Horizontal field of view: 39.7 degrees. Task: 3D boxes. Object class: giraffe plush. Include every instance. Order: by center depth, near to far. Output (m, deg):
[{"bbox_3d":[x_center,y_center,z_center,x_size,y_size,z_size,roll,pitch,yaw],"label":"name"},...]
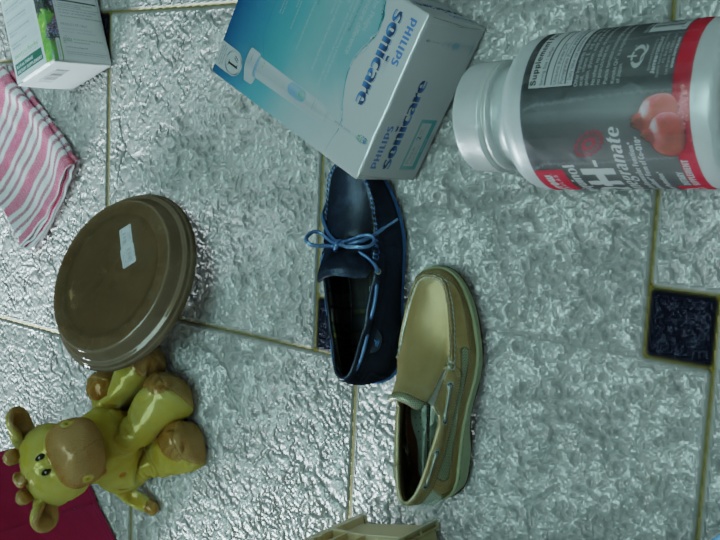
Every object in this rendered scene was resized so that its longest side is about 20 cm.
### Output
[{"bbox_3d":[-0.288,0.186,1.064,0.173,0.162,0.200,50,122,25],"label":"giraffe plush"}]

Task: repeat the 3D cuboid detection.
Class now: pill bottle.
[{"bbox_3d":[0.168,-0.111,0.692,0.200,0.111,0.111,4,96,40],"label":"pill bottle"}]

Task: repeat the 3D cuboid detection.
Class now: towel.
[{"bbox_3d":[-0.424,-0.140,1.234,0.200,0.030,0.146,50,121,25],"label":"towel"}]

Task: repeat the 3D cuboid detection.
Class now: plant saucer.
[{"bbox_3d":[-0.258,0.008,1.061,0.200,0.029,0.201,-15,62,30],"label":"plant saucer"}]

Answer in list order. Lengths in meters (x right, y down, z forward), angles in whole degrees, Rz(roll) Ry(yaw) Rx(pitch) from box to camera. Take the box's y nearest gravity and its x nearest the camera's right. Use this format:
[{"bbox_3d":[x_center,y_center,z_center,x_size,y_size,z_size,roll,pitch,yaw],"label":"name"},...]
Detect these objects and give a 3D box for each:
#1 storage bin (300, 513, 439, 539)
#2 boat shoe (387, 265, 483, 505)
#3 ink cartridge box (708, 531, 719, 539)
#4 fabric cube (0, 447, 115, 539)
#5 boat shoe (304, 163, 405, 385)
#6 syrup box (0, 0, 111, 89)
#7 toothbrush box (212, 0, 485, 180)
[{"bbox_3d":[-0.008,0.327,0.824,0.094,0.198,0.201,-9,88,36],"label":"storage bin"},{"bbox_3d":[0.056,0.097,0.827,0.072,0.076,0.201,0,94,40],"label":"boat shoe"},{"bbox_3d":[0.279,0.258,0.625,0.129,0.125,0.200,-51,63,31],"label":"ink cartridge box"},{"bbox_3d":[-0.434,0.342,1.178,0.196,0.199,0.200,-46,66,34],"label":"fabric cube"},{"bbox_3d":[0.000,0.000,0.869,0.084,0.069,0.201,-14,85,39],"label":"boat shoe"},{"bbox_3d":[-0.353,-0.314,1.125,0.079,0.081,0.201,-17,84,38],"label":"syrup box"},{"bbox_3d":[-0.016,-0.188,0.854,0.200,0.085,0.147,39,116,31],"label":"toothbrush box"}]
